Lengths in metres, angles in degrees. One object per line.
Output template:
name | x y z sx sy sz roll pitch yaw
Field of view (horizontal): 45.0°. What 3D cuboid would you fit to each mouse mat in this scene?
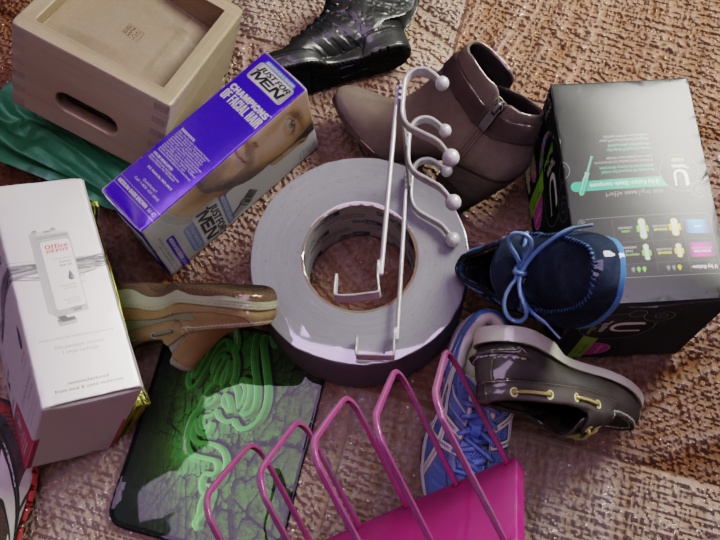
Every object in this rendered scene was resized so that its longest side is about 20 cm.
mouse mat | -0.124 0.146 0.782 0.159 0.008 0.202 11 69 8

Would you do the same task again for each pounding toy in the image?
pounding toy | -0.241 -0.215 0.855 0.198 0.143 0.185 27 52 -2

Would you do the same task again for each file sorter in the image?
file sorter | 0.005 0.162 0.645 0.198 0.139 0.126 -27 95 14

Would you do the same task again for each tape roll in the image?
tape roll | 0.000 0.000 0.797 0.197 0.066 0.203 -1 67 2

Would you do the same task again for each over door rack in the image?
over door rack | 0.042 -0.036 0.697 0.066 0.148 0.202 12 68 13

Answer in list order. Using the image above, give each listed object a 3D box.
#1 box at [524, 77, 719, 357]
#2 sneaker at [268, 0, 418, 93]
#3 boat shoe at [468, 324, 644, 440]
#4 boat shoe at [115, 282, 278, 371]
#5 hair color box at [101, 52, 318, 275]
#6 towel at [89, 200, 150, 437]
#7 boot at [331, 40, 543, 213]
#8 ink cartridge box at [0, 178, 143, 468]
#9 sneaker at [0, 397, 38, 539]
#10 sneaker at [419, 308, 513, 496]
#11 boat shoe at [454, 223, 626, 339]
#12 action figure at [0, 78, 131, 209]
box | 0.222 -0.040 0.757 0.123 0.149 0.203 -3 69 0
sneaker | -0.022 -0.252 0.904 0.197 0.060 0.105 -14 70 -8
boat shoe | 0.160 0.104 0.702 0.200 0.071 0.061 26 62 -35
boat shoe | -0.145 0.049 0.758 0.199 0.071 0.077 -2 85 45
hair color box | -0.135 -0.098 0.822 0.065 0.110 0.200 41 77 17
towel | -0.230 0.043 0.789 0.018 0.086 0.202 -9 68 -29
boot | 0.074 -0.151 0.806 0.199 0.147 0.070 40 47 7
ink cartridge box | -0.263 0.045 0.747 0.082 0.147 0.202 -9 65 -30
sneaker | -0.320 0.200 0.724 0.070 0.098 0.203 -4 67 4
sneaker | 0.092 0.126 0.739 0.075 0.077 0.203 6 72 4
boat shoe | 0.128 0.010 0.666 0.068 0.200 0.085 9 81 -14
action figure | -0.280 -0.115 0.867 0.199 0.055 0.119 30 72 7
